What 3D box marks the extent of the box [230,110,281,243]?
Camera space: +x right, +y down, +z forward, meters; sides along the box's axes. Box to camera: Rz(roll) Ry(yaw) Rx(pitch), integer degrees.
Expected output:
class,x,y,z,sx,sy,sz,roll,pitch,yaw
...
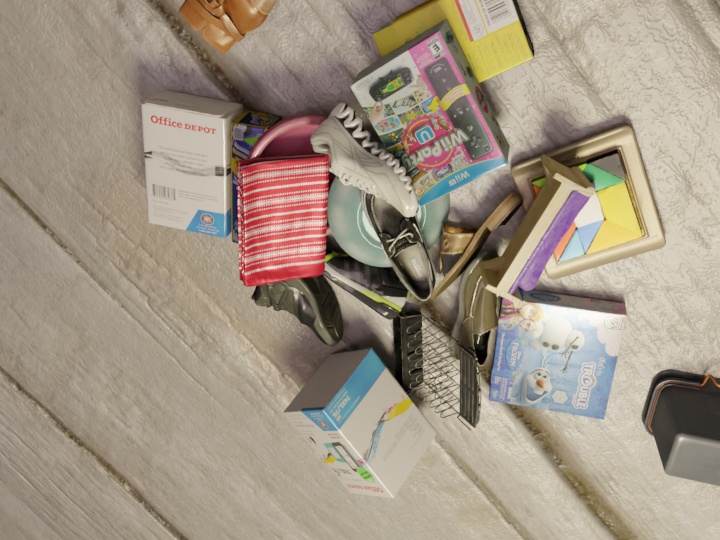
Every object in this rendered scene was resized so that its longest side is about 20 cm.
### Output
class,x,y,z,sx,sy,sz,roll,pitch,yaw
box,-0.168,-0.145,1.196,0.062,0.070,0.205,10,119,8

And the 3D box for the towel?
class,x,y,z,sx,sy,sz,roll,pitch,yaw
towel,-0.116,-0.074,1.130,0.141,0.023,0.205,-8,121,-20

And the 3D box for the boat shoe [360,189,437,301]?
class,x,y,z,sx,sy,sz,roll,pitch,yaw
boat shoe,0.065,-0.046,1.107,0.071,0.071,0.202,-29,110,10

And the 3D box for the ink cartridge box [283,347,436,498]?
class,x,y,z,sx,sy,sz,roll,pitch,yaw
ink cartridge box,0.000,0.264,1.287,0.201,0.146,0.146,52,147,-14

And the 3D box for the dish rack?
class,x,y,z,sx,sy,sz,roll,pitch,yaw
dish rack,0.126,0.165,1.220,0.053,0.199,0.157,-17,119,-24

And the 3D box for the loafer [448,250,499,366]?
class,x,y,z,sx,sy,sz,roll,pitch,yaw
loafer,0.197,0.065,1.185,0.069,0.074,0.205,35,129,40

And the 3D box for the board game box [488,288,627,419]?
class,x,y,z,sx,sy,sz,roll,pitch,yaw
board game box,0.317,0.136,1.220,0.193,0.044,0.205,7,118,11

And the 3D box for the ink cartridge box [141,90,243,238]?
class,x,y,z,sx,sy,sz,roll,pitch,yaw
ink cartridge box,-0.267,-0.172,1.202,0.141,0.085,0.205,11,119,10

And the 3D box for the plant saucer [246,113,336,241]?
class,x,y,z,sx,sy,sz,roll,pitch,yaw
plant saucer,-0.088,-0.145,1.144,0.195,0.051,0.205,-11,123,-17

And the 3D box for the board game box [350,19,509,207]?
class,x,y,z,sx,sy,sz,roll,pitch,yaw
board game box,0.100,-0.213,1.033,0.145,0.065,0.202,-24,112,26

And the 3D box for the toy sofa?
class,x,y,z,sx,sy,sz,roll,pitch,yaw
toy sofa,0.258,-0.050,1.061,0.096,0.083,0.203,24,113,-10

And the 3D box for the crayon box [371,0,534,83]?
class,x,y,z,sx,sy,sz,roll,pitch,yaw
crayon box,0.128,-0.318,1.035,0.196,0.051,0.129,-19,111,22

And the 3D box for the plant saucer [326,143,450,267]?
class,x,y,z,sx,sy,sz,roll,pitch,yaw
plant saucer,0.046,-0.091,1.147,0.195,0.039,0.206,-2,115,-4

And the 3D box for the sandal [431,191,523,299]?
class,x,y,z,sx,sy,sz,roll,pitch,yaw
sandal,0.160,-0.055,1.161,0.070,0.077,0.213,46,118,13

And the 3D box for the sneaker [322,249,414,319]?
class,x,y,z,sx,sy,sz,roll,pitch,yaw
sneaker,0.000,0.000,1.240,0.198,0.072,0.084,34,87,1

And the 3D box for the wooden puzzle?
class,x,y,z,sx,sy,sz,roll,pitch,yaw
wooden puzzle,0.336,-0.092,1.101,0.181,0.037,0.204,-18,111,23

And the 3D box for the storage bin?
class,x,y,z,sx,sy,sz,roll,pitch,yaw
storage bin,0.556,0.253,1.160,0.194,0.135,0.149,10,119,9

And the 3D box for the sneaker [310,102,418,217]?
class,x,y,z,sx,sy,sz,roll,pitch,yaw
sneaker,0.006,-0.142,1.049,0.080,0.075,0.201,-37,70,-10

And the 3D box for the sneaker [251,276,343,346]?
class,x,y,z,sx,sy,sz,roll,pitch,yaw
sneaker,-0.112,0.051,1.282,0.113,0.077,0.201,-22,114,35

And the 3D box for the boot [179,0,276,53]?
class,x,y,z,sx,sy,sz,roll,pitch,yaw
boot,-0.213,-0.431,1.070,0.154,0.077,0.200,-34,111,31
